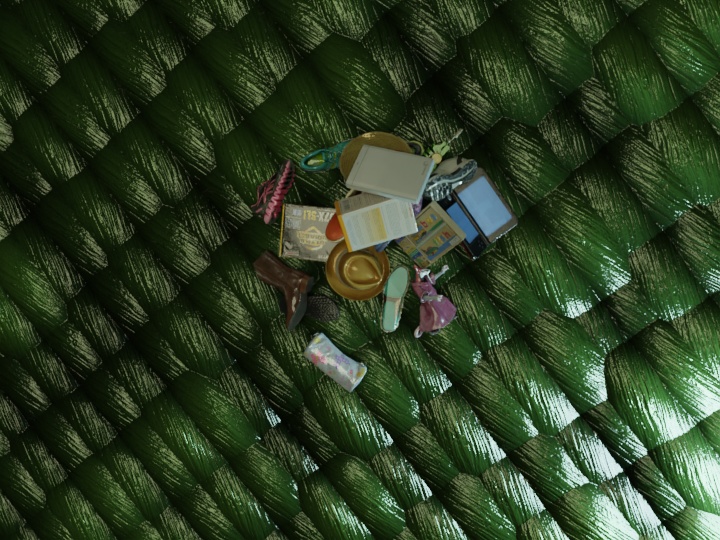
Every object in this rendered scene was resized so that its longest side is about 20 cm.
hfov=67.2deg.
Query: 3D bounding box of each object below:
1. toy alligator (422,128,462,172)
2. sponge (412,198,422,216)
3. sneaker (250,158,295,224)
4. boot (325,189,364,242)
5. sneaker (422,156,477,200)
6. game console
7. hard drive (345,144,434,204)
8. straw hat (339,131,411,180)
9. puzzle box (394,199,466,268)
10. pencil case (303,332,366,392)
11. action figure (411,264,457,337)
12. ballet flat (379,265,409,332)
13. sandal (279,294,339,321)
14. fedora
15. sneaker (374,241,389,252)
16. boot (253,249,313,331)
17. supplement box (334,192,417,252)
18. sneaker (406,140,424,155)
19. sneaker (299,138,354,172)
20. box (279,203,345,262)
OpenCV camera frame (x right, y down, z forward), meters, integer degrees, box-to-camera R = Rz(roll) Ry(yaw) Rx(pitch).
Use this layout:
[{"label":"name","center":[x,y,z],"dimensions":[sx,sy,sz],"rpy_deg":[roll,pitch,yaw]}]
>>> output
[{"label":"toy alligator","center":[0.208,-0.330,1.529],"dimensions":[0.054,0.059,0.201],"rpy_deg":[35,100,-3]},{"label":"sponge","center":[0.080,-0.202,1.579],"dimensions":[0.197,0.030,0.114],"rpy_deg":[12,100,5]},{"label":"sneaker","center":[-0.264,-0.244,1.605],"dimensions":[0.094,0.079,0.202],"rpy_deg":[28,99,15]},{"label":"boot","center":[-0.041,-0.161,1.510],"dimensions":[0.075,0.107,0.200],"rpy_deg":[44,104,13]},{"label":"sneaker","center":[0.227,-0.254,1.485],"dimensions":[0.198,0.080,0.075],"rpy_deg":[-29,132,-26]},{"label":"game console","center":[0.325,-0.163,1.512],"dimensions":[0.118,0.172,0.201],"rpy_deg":[-35,91,37]},{"label":"hard drive","center":[0.076,-0.250,1.393],"dimensions":[0.197,0.027,0.133],"rpy_deg":[16,67,19]},{"label":"straw hat","center":[0.046,-0.277,1.478],"dimensions":[0.197,0.085,0.204],"rpy_deg":[-5,62,10]},{"label":"puzzle box","center":[0.189,-0.095,1.515],"dimensions":[0.133,0.025,0.200],"rpy_deg":[46,142,-1]},{"label":"pencil case","center":[-0.077,0.275,1.632],"dimensions":[0.199,0.083,0.091],"rpy_deg":[36,106,3]},{"label":"action figure","center":[0.195,0.072,1.567],"dimensions":[0.148,0.134,0.202],"rpy_deg":[-22,104,36]},{"label":"ballet flat","center":[0.096,0.081,1.595],"dimensions":[0.074,0.064,0.203],"rpy_deg":[16,96,4]},{"label":"sandal","center":[-0.151,0.107,1.645],"dimensions":[0.197,0.048,0.077],"rpy_deg":[8,97,20]},{"label":"fedora","center":[0.000,0.000,1.561],"dimensions":[0.197,0.082,0.204],"rpy_deg":[-2,100,-14]},{"label":"sneaker","center":[0.082,-0.149,1.537],"dimensions":[0.081,0.074,0.202],"rpy_deg":[26,93,-1]},{"label":"boot","center":[-0.249,0.057,1.625],"dimensions":[0.198,0.064,0.189],"rpy_deg":[26,101,21]},{"label":"supplement box","center":[0.042,-0.143,1.439],"dimensions":[0.197,0.074,0.127],"rpy_deg":[-16,130,2]},{"label":"sneaker","center":[0.083,-0.323,1.538],"dimensions":[0.197,0.081,0.075],"rpy_deg":[-20,94,9]},{"label":"sneaker","center":[-0.080,-0.325,1.561],"dimensions":[0.197,0.080,0.079],"rpy_deg":[-17,94,9]},{"label":"box","center":[-0.136,-0.111,1.612],"dimensions":[0.196,0.049,0.163],"rpy_deg":[7,96,7]}]
